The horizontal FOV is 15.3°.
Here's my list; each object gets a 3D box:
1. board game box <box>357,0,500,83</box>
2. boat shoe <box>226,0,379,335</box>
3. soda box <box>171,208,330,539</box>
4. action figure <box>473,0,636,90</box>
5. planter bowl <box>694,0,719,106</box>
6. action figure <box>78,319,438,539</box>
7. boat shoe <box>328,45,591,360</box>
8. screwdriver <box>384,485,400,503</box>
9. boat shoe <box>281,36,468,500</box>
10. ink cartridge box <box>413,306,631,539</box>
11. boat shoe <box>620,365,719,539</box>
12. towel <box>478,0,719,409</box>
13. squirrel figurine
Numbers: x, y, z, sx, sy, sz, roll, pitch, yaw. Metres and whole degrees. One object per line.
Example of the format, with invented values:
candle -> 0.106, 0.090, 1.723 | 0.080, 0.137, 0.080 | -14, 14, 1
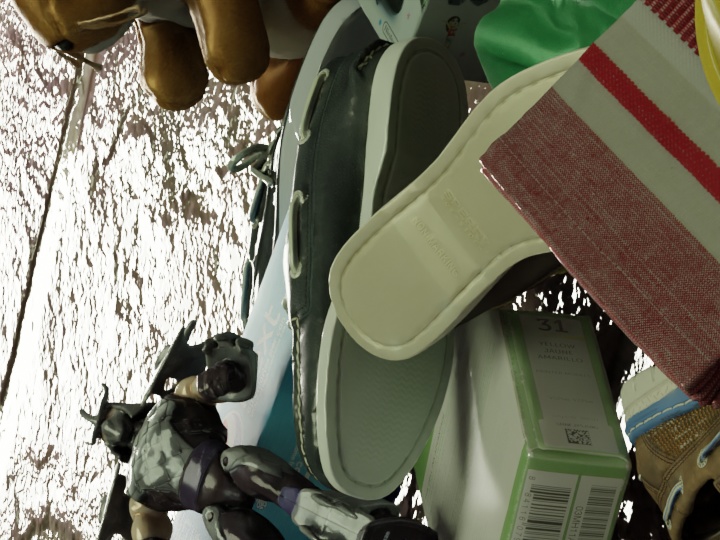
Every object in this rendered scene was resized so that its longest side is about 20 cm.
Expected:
board game box -> 0.051, -0.206, 1.182 | 0.148, 0.064, 0.200 | 62, 139, 47
boat shoe -> -0.022, -0.044, 1.299 | 0.068, 0.074, 0.199 | 34, 128, 44
soda box -> -0.021, 0.058, 1.252 | 0.200, 0.068, 0.064 | -69, 25, 13
action figure -> 0.123, -0.095, 1.013 | 0.200, 0.055, 0.118 | 31, 130, 49
planter bowl -> 0.169, -0.129, 0.795 | 0.200, 0.083, 0.200 | -22, 49, 28
action figure -> -0.056, 0.097, 1.182 | 0.200, 0.069, 0.130 | 26, 109, 36
boat shoe -> 0.069, -0.033, 1.026 | 0.200, 0.060, 0.072 | -40, 83, 40
screwdriver -> 0.019, 0.079, 1.252 | 0.028, 0.029, 0.200 | -111, 34, -54
boat shoe -> 0.000, 0.000, 1.131 | 0.060, 0.076, 0.200 | -6, 64, 42
ink cartridge box -> 0.062, 0.075, 1.124 | 0.200, 0.048, 0.146 | -97, 15, -56
boat shoe -> 0.157, 0.051, 0.936 | 0.200, 0.072, 0.072 | 135, 128, -67
towel -> 0.141, -0.065, 0.850 | 0.200, 0.023, 0.144 | -44, 43, 6
squirrel figurine -> -0.091, -0.180, 1.327 | 0.142, 0.187, 0.200 | -13, 76, 63
